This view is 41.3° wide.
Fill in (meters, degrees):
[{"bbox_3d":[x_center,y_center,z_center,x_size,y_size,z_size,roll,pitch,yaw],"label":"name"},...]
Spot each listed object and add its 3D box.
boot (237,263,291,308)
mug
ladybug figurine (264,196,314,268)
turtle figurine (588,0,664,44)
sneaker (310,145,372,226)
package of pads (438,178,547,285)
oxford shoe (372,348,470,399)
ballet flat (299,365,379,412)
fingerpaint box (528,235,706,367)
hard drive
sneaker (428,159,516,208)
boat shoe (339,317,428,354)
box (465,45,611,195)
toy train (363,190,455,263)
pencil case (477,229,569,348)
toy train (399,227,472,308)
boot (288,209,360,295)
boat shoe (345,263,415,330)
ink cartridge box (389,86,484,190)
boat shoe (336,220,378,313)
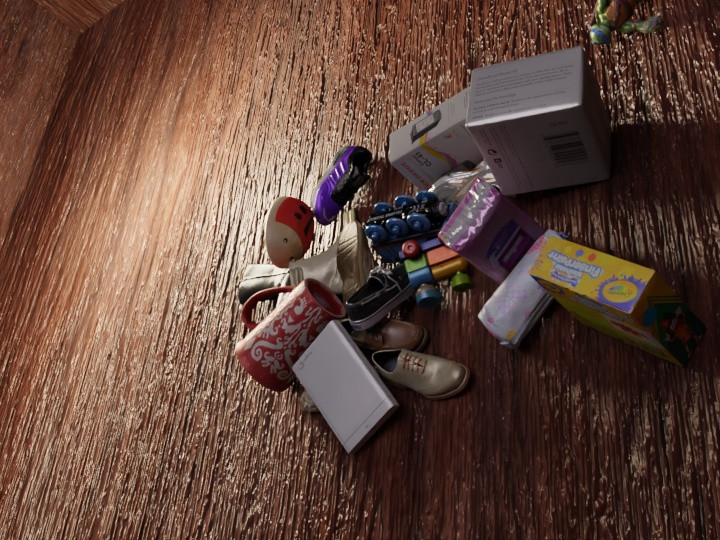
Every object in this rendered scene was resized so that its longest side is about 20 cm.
[{"bbox_3d":[-0.196,0.053,2.056,0.199,0.066,0.165,-2,47,40],"label":"boot"},{"bbox_3d":[-0.146,0.107,1.862,0.200,0.177,0.133,-46,2,18],"label":"mug"},{"bbox_3d":[-0.144,-0.086,2.016,0.071,0.136,0.201,-8,33,17],"label":"ladybug figurine"},{"bbox_3d":[0.493,-0.501,1.704,0.143,0.200,0.195,29,77,19],"label":"turtle figurine"},{"bbox_3d":[-0.034,-0.189,2.080,0.099,0.069,0.201,5,66,46],"label":"sneaker"},{"bbox_3d":[0.228,-0.052,1.576,0.121,0.200,0.076,-53,41,6],"label":"package of pads"},{"bbox_3d":[0.099,0.173,1.638,0.199,0.074,0.071,-3,59,46],"label":"oxford shoe"},{"bbox_3d":[-0.052,0.210,1.782,0.199,0.064,0.076,-26,45,33],"label":"ballet flat"},{"bbox_3d":[0.368,0.041,1.376,0.074,0.167,0.200,-57,36,-5],"label":"fingerpaint box"},{"bbox_3d":[-0.030,0.207,1.709,0.132,0.027,0.200,-50,60,22],"label":"hard drive"},{"bbox_3d":[0.205,-0.139,1.780,0.199,0.076,0.093,-28,48,32],"label":"sneaker"},{"bbox_3d":[0.033,0.120,1.757,0.199,0.068,0.072,-7,56,44],"label":"boat shoe"},{"bbox_3d":[0.305,-0.248,1.617,0.199,0.199,0.132,-7,54,26],"label":"box"},{"bbox_3d":[0.098,-0.082,1.812,0.199,0.114,0.087,-12,44,41],"label":"toy train"},{"bbox_3d":[0.280,0.031,1.550,0.200,0.083,0.091,-49,58,4],"label":"pencil case"},{"bbox_3d":[0.177,-0.015,1.716,0.199,0.085,0.117,-20,62,13],"label":"toy train"},{"bbox_3d":[-0.069,-0.030,1.953,0.153,0.072,0.201,-11,55,17],"label":"boot"},{"bbox_3d":[0.041,0.028,1.762,0.073,0.068,0.199,11,39,46],"label":"boat shoe"},{"bbox_3d":[0.175,-0.238,1.827,0.199,0.147,0.086,-29,41,31],"label":"ink cartridge box"},{"bbox_3d":[0.000,0.000,1.845,0.071,0.064,0.202,-31,53,44],"label":"boat shoe"}]
